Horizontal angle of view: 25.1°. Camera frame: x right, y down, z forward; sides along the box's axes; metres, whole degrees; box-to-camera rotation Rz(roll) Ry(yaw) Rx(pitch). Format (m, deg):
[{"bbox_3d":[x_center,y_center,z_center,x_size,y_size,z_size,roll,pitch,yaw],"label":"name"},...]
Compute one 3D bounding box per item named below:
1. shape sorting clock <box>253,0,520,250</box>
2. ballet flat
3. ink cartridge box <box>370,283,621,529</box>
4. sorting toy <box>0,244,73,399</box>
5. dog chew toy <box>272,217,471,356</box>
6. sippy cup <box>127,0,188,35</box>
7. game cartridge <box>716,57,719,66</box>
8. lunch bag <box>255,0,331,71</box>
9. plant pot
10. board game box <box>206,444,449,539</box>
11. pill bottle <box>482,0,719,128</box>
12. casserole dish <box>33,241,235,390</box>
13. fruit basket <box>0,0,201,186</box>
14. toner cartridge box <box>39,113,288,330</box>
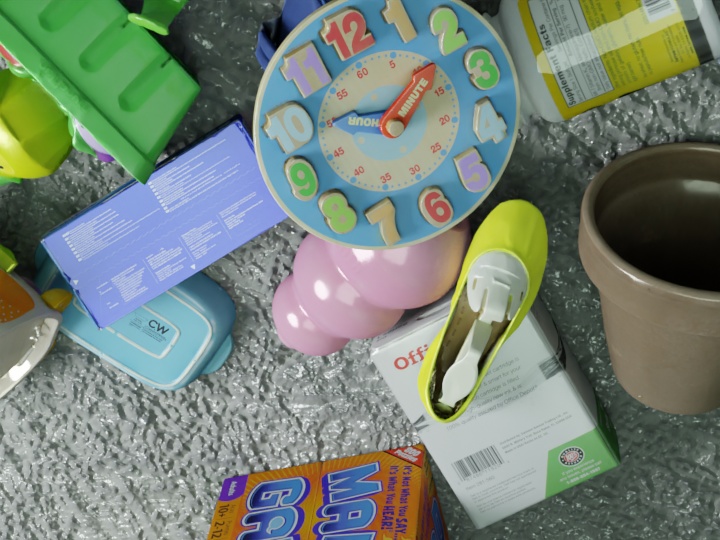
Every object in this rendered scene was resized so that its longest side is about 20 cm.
[{"bbox_3d":[0.021,-0.107,1.162,0.199,0.039,0.201,-4,112,-11],"label":"shape sorting clock"},{"bbox_3d":[0.100,0.040,1.317,0.066,0.067,0.201,23,112,-2],"label":"ballet flat"},{"bbox_3d":[0.119,0.105,1.424,0.145,0.084,0.201,-26,107,15],"label":"ink cartridge box"},{"bbox_3d":[-0.350,0.008,1.402,0.180,0.107,0.200,49,148,7],"label":"sorting toy"},{"bbox_3d":[0.000,0.000,1.375,0.124,0.125,0.200,42,119,-13],"label":"dog chew toy"},{"bbox_3d":[-0.129,-0.279,1.236,0.139,0.130,0.179,-14,100,1],"label":"sippy cup"},{"bbox_3d":[0.393,-0.193,1.253,0.200,0.040,0.133,-47,74,11],"label":"game cartridge"},{"bbox_3d":[-0.010,-0.161,1.264,0.131,0.200,0.137,10,114,-19],"label":"lunch bag"},{"bbox_3d":[0.275,0.020,1.334,0.199,0.201,0.175,3,132,4],"label":"plant pot"},{"bbox_3d":[-0.020,0.308,1.463,0.199,0.200,0.201,-11,113,10],"label":"board game box"},{"bbox_3d":[0.178,-0.186,1.275,0.199,0.114,0.115,-21,110,14],"label":"pill bottle"},{"bbox_3d":[-0.206,0.035,1.451,0.199,0.039,0.121,33,113,-10],"label":"casserole dish"},{"bbox_3d":[-0.256,-0.142,1.328,0.214,0.156,0.217,-2,102,-8],"label":"fruit basket"},{"bbox_3d":[-0.164,-0.042,1.384,0.199,0.043,0.095,-30,102,4],"label":"toner cartridge box"}]
